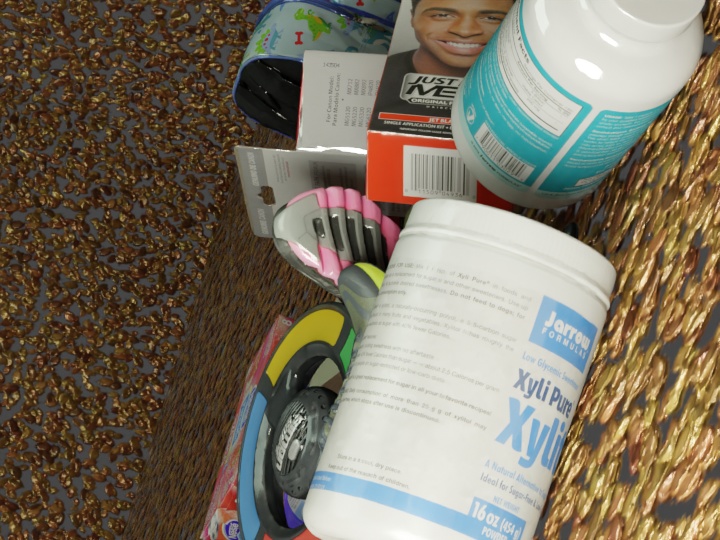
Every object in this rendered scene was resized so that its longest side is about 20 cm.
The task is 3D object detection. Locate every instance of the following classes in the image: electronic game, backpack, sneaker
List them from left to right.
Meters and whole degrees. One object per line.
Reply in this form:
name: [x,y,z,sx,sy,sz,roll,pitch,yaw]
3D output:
electronic game: [-0.037,0.120,1.588,0.200,0.042,0.201,-40,42,50]
backpack: [-0.013,-0.189,2.187,0.183,0.199,0.147,126,163,-64]
sneaker: [0.000,0.000,1.612,0.095,0.200,0.079,-17,64,40]
sneaker: [0.008,0.085,1.468,0.074,0.081,0.201,81,175,-60]

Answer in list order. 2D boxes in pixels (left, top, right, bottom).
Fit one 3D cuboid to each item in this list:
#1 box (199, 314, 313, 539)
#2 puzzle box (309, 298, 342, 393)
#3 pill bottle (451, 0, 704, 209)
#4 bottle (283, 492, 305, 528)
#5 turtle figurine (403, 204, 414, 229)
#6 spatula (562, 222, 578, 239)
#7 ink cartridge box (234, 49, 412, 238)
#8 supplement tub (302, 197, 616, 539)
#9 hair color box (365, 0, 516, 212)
box: [-0.061,0.151,1.984,0.096,0.099,0.200,120,169,-47]
puzzle box: [0.023,0.024,1.910,0.200,0.025,0.133,-39,29,55]
pill bottle: [0.135,-0.125,1.366,0.200,0.110,0.111,127,163,-59]
bottle: [0.011,0.125,1.639,0.200,0.083,0.065,120,162,-44]
turtle figurine: [0.073,-0.007,1.544,0.200,0.100,0.150,-100,27,-60]
spatula: [0.098,0.062,1.438,0.057,0.020,0.201,-104,37,-78]
ink cartridge box: [0.001,-0.088,1.717,0.200,0.175,0.084,87,-173,-71]
supplement tub: [0.057,0.074,1.300,0.132,0.132,0.201,149,141,-77]
hair color box: [0.067,-0.125,1.548,0.200,0.101,0.061,-77,-10,-51]
